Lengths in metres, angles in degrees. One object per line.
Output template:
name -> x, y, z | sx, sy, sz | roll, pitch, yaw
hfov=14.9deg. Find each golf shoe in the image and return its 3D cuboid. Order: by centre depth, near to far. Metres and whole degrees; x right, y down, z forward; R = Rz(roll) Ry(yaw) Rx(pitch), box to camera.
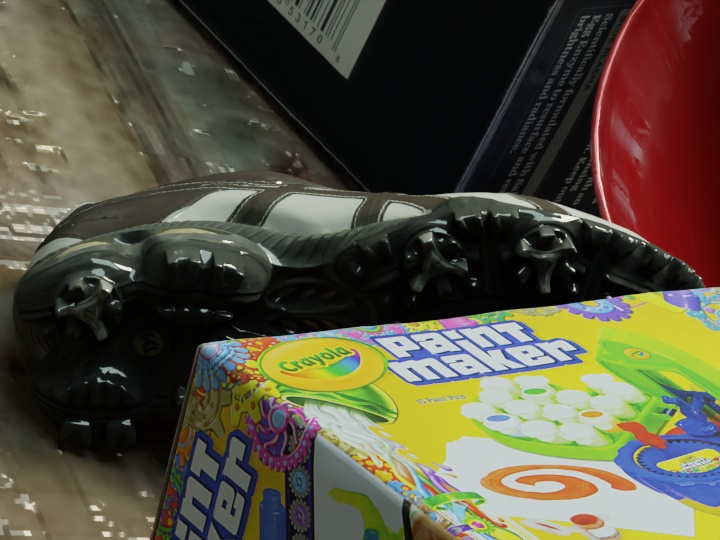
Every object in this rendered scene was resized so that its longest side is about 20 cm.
golf shoe -> 0.000, 0.000, 0.797 | 0.199, 0.078, 0.095 | 3, 25, -8

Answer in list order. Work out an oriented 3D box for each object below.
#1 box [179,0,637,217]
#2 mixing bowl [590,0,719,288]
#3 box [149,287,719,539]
box -> 0.050, -0.121, 1.005 | 0.199, 0.118, 0.197 | -10, 47, -47
mixing bowl -> 0.178, -0.022, 0.875 | 0.199, 0.109, 0.201 | -6, 61, 11
box -> 0.080, 0.102, 0.656 | 0.199, 0.123, 0.192 | -5, 29, -41
